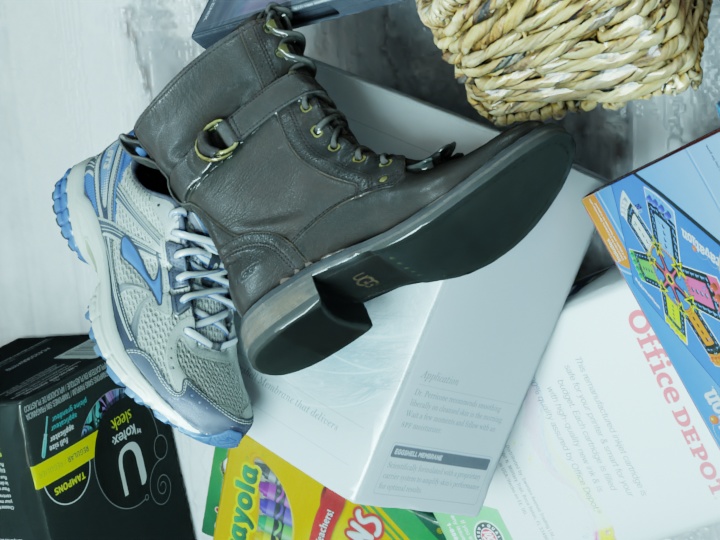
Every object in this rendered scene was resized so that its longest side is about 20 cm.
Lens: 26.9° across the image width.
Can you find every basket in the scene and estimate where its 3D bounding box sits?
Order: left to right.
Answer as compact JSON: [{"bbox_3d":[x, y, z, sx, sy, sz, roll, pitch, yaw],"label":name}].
[{"bbox_3d":[0.088,-0.192,0.723,0.142,0.201,0.149,-6,141,31],"label":"basket"}]

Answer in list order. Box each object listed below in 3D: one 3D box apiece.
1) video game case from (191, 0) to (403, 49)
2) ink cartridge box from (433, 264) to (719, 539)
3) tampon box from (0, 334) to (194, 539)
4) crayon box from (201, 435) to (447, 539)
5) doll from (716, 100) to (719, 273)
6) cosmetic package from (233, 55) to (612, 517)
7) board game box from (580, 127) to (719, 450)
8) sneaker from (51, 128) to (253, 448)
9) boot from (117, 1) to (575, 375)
[{"bbox_3d":[-0.010,-0.192,0.801,0.019,0.144,0.199,32,163,-28],"label":"video game case"},{"bbox_3d":[0.130,0.086,0.881,0.199,0.087,0.146,-25,94,34],"label":"ink cartridge box"},{"bbox_3d":[-0.215,0.162,1.052,0.125,0.150,0.202,-4,105,29],"label":"tampon box"},{"bbox_3d":[-0.028,0.176,1.016,0.199,0.051,0.128,21,115,21],"label":"crayon box"},{"bbox_3d":[0.212,-0.048,0.635,0.137,0.048,0.200,51,140,18],"label":"doll"},{"bbox_3d":[0.000,0.000,0.836,0.199,0.123,0.201,26,96,39],"label":"cosmetic package"},{"bbox_3d":[0.197,0.032,0.751,0.103,0.019,0.201,-27,94,48],"label":"board game box"},{"bbox_3d":[-0.098,0.000,0.790,0.085,0.077,0.201,-41,58,19],"label":"sneaker"},{"bbox_3d":[-0.015,-0.064,0.727,0.199,0.069,0.175,-31,61,8],"label":"boot"}]
